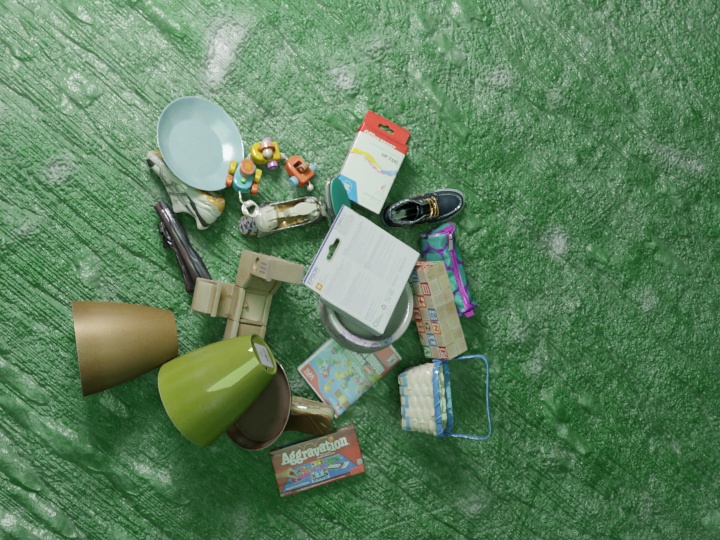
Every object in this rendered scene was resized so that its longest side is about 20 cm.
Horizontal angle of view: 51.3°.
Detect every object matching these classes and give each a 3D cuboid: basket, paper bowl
[{"bbox_3d":[0.185,0.272,1.629,0.195,0.139,0.182,-1,93,22],"label":"basket"},{"bbox_3d":[0.008,0.076,1.605,0.195,0.104,0.206,5,71,-15],"label":"paper bowl"}]

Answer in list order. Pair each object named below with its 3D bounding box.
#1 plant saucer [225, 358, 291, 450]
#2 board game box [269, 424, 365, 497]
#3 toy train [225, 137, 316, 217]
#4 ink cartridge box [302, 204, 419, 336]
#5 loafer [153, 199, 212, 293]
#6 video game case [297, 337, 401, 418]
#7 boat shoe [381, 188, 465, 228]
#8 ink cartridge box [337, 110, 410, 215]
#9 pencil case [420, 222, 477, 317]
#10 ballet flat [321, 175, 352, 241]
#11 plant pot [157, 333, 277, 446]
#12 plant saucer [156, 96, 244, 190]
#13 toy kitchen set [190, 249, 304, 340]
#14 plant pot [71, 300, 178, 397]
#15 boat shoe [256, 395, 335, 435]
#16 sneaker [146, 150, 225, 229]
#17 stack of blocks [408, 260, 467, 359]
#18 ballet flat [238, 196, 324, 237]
[{"bbox_3d":[-0.217,0.273,1.577,0.196,0.034,0.206,-6,79,31],"label":"plant saucer"},{"bbox_3d":[-0.095,0.422,1.662,0.195,0.019,0.106,-15,93,-8],"label":"board game box"},{"bbox_3d":[-0.186,-0.207,1.574,0.199,0.056,0.151,-37,85,-31],"label":"toy train"},{"bbox_3d":[0.000,0.000,1.544,0.197,0.041,0.203,32,68,-9],"label":"ink cartridge box"},{"bbox_3d":[-0.386,-0.047,1.575,0.062,0.072,0.203,-30,99,-2],"label":"loafer"},{"bbox_3d":[-0.024,0.206,1.665,0.199,0.017,0.144,-40,98,-5],"label":"video game case"},{"bbox_3d":[0.146,-0.133,1.642,0.195,0.091,0.073,-15,94,-8],"label":"boat shoe"},{"bbox_3d":[0.027,-0.237,1.631,0.114,0.067,0.204,24,89,-8],"label":"ink cartridge box"},{"bbox_3d":[0.195,0.003,1.655,0.083,0.092,0.205,-20,97,-25],"label":"pencil case"},{"bbox_3d":[-0.047,-0.111,1.596,0.073,0.074,0.203,-29,122,-7],"label":"ballet flat"},{"bbox_3d":[-0.272,0.218,1.511,0.198,0.187,0.189,-33,97,11],"label":"plant pot"},{"bbox_3d":[-0.336,-0.258,1.560,0.197,0.038,0.207,13,69,-35],"label":"plant saucer"},{"bbox_3d":[-0.238,0.064,1.522,0.160,0.179,0.206,12,91,-29],"label":"toy kitchen set"},{"bbox_3d":[-0.476,0.143,1.527,0.195,0.186,0.192,-8,93,-23],"label":"plant pot"},{"bbox_3d":[-0.152,0.306,1.624,0.194,0.063,0.075,13,115,8],"label":"boat shoe"},{"bbox_3d":[-0.381,-0.165,1.568,0.199,0.076,0.088,40,110,4],"label":"sneaker"},{"bbox_3d":[0.152,0.086,1.633,0.058,0.114,0.205,-21,100,-30],"label":"stack of blocks"},{"bbox_3d":[-0.167,-0.120,1.605,0.195,0.072,0.074,-12,94,-8],"label":"ballet flat"}]
